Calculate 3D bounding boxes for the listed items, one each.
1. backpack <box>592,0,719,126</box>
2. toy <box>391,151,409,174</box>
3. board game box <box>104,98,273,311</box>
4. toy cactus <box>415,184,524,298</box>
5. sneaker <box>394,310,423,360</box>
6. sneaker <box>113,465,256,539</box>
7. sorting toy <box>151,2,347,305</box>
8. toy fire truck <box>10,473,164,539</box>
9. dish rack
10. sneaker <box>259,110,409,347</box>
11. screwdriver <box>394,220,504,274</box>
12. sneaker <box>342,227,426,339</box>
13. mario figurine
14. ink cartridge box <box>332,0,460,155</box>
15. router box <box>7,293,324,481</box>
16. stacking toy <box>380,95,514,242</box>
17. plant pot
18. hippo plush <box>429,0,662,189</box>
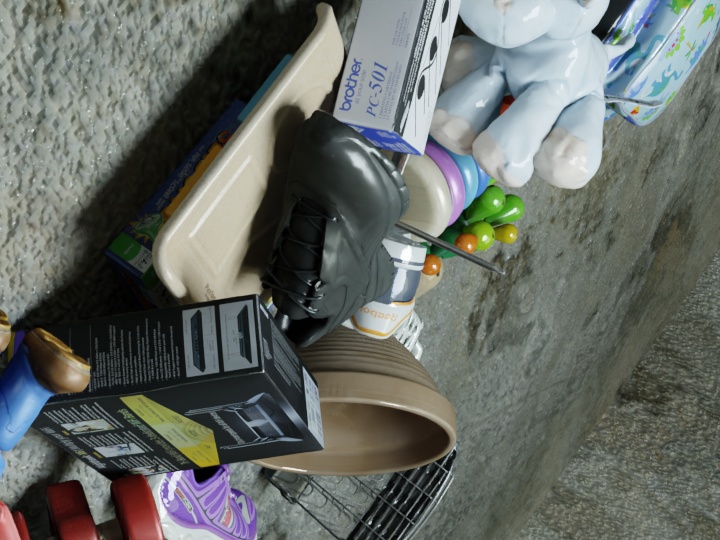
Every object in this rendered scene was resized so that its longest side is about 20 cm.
[{"bbox_3d":[0.239,-0.221,1.336,0.183,0.147,0.200,-56,165,7],"label":"backpack"},{"bbox_3d":[0.033,-0.155,1.064,0.115,0.047,0.201,-99,-151,-82],"label":"toy"},{"bbox_3d":[-0.098,-0.012,1.009,0.136,0.034,0.200,-52,160,-16],"label":"board game box"},{"bbox_3d":[0.068,-0.030,1.344,0.165,0.102,0.200,-47,173,37],"label":"toy cactus"},{"bbox_3d":[0.018,0.035,1.280,0.077,0.080,0.200,-51,167,-7],"label":"sneaker"},{"bbox_3d":[-0.125,0.186,1.204,0.084,0.080,0.200,-61,161,-5],"label":"sneaker"},{"bbox_3d":[-0.061,-0.052,0.941,0.201,0.036,0.185,-58,162,-13],"label":"sorting toy"},{"bbox_3d":[-0.178,0.247,0.999,0.112,0.201,0.168,-16,146,-16],"label":"toy fire truck"},{"bbox_3d":[0.006,0.181,1.353,0.154,0.200,0.055,-55,134,-3],"label":"dish rack"},{"bbox_3d":[-0.022,-0.017,0.927,0.091,0.076,0.200,-46,154,-26],"label":"sneaker"},{"bbox_3d":[0.024,-0.036,1.027,0.029,0.199,0.028,-26,131,-48],"label":"screwdriver"},{"bbox_3d":[0.000,0.000,1.116,0.200,0.078,0.080,-120,-136,-80],"label":"sneaker"},{"bbox_3d":[-0.224,0.125,0.799,0.201,0.123,0.106,-62,174,2],"label":"mario figurine"},{"bbox_3d":[0.036,-0.183,0.951,0.094,0.044,0.201,21,83,-75],"label":"ink cartridge box"},{"bbox_3d":[-0.118,0.081,0.940,0.200,0.156,0.053,67,15,-68],"label":"router box"},{"bbox_3d":[0.095,-0.103,1.244,0.200,0.085,0.086,-35,152,-39],"label":"stacking toy"},{"bbox_3d":[-0.019,0.103,1.236,0.201,0.199,0.093,79,9,-64],"label":"plant pot"},{"bbox_3d":[0.148,-0.168,1.122,0.199,0.160,0.161,-8,144,-6],"label":"hippo plush"}]
